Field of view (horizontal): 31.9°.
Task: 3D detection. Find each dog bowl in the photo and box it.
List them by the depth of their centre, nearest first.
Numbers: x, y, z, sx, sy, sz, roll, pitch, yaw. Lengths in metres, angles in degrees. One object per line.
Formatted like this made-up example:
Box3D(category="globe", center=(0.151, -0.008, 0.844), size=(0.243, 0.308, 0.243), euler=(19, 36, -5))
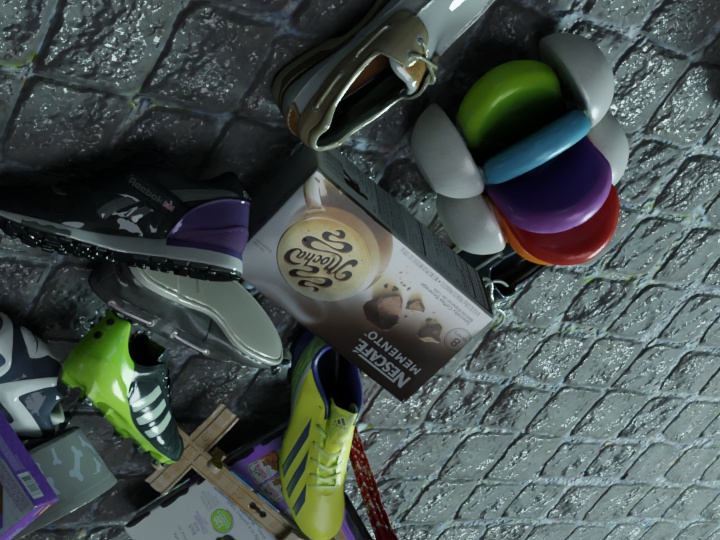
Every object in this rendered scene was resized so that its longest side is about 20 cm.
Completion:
Box3D(category="dog bowl", center=(-0.306, 0.191, 1.052), size=(0.198, 0.059, 0.200), euler=(-22, -179, 0))

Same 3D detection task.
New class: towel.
Box3D(category="towel", center=(0.012, 0.222, 1.248), size=(0.022, 0.201, 0.145), euler=(-18, 141, -3))

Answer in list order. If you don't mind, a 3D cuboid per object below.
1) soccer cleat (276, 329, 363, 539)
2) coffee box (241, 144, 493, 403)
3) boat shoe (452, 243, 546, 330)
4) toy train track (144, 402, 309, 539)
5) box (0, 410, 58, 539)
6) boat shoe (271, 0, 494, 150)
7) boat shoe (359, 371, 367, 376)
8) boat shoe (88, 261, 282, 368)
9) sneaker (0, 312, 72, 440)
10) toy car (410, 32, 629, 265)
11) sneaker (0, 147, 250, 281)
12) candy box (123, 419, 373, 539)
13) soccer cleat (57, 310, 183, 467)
Box3D(category="soccer cleat", center=(-0.032, 0.152, 1.167), size=(0.064, 0.083, 0.203), euler=(1, 90, -35))
Box3D(category="coffee box", center=(0.000, 0.000, 1.036), size=(0.200, 0.080, 0.113), euler=(40, 109, -21))
Box3D(category="boat shoe", center=(0.127, 0.005, 1.197), size=(0.199, 0.062, 0.075), euler=(-39, 143, 12))
Box3D(category="toy train track", center=(-0.129, 0.201, 1.179), size=(0.200, 0.033, 0.115), euler=(42, 108, -11))
Box3D(category="box", center=(-0.334, 0.131, 0.942), size=(0.136, 0.201, 0.039), euler=(-38, 170, 12))
Box3D(category="boat shoe", center=(0.029, -0.162, 0.950), size=(0.199, 0.069, 0.075), euler=(-37, 141, 9))
Box3D(category="boat shoe", center=(0.019, 0.029, 1.152), size=(0.059, 0.072, 0.201), euler=(-20, 145, -14))
Box3D(category="boat shoe", center=(-0.144, 0.033, 1.063), size=(0.057, 0.067, 0.200), euler=(-25, 140, 26))
Box3D(category="sneaker", center=(-0.309, 0.126, 1.038), size=(0.129, 0.080, 0.200), euler=(24, 108, -36))
Box3D(category="toy car", center=(0.150, -0.081, 1.049), size=(0.174, 0.151, 0.201), euler=(-29, 142, 0))
Box3D(category="sneaker", center=(-0.181, -0.052, 0.950), size=(0.198, 0.089, 0.076), euler=(11, 170, -16))
Box3D(category="candy box", center=(-0.105, 0.268, 1.251), size=(0.199, 0.169, 0.072), euler=(-31, -179, 1))
Box3D(category="soccer cleat", center=(-0.185, 0.106, 1.071), size=(0.081, 0.067, 0.200), euler=(-55, 153, -17))
